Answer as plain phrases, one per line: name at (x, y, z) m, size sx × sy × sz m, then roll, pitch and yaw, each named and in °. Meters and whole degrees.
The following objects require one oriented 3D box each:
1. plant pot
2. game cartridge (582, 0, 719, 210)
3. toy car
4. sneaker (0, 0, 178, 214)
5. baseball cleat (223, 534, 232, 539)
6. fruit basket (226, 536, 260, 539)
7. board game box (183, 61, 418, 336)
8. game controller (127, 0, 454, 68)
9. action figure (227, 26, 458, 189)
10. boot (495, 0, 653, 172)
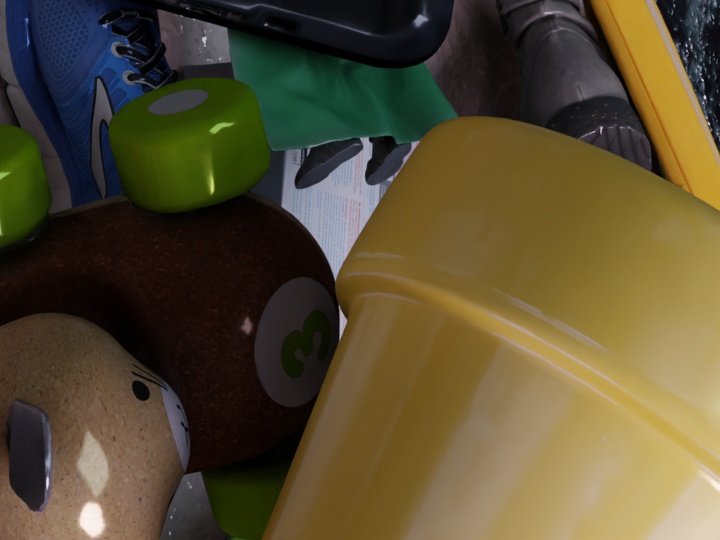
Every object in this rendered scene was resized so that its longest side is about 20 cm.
plant pot at (0.057, 0.083, 0.774) m, size 0.189 × 0.200 × 0.201 m, roll -57°, pitch 136°, yaw -12°
game cartridge at (0.162, -0.053, 1.185) m, size 0.176 × 0.032 × 0.201 m, roll 26°, pitch 43°, yaw -82°
toy car at (-0.082, 0.053, 0.775) m, size 0.200 × 0.157 × 0.165 m, roll -95°, pitch 172°, yaw -66°
sneaker at (-0.081, -0.055, 0.897) m, size 0.078 × 0.089 × 0.202 m, roll -19°, pitch 101°, yaw -54°
baseball cleat at (0.036, 0.104, 0.986) m, size 0.107 × 0.199 × 0.070 m, roll 50°, pitch 23°, yaw -36°
fruit basket at (-0.039, 0.208, 0.869) m, size 0.216 × 0.155 × 0.216 m, roll -60°, pitch 166°, yaw -25°
board game box at (0.000, 0.000, 1.037) m, size 0.200 × 0.064 × 0.149 m, roll 15°, pitch 76°, yaw -54°
game controller at (-0.054, -0.141, 0.875) m, size 0.199 × 0.042 × 0.105 m, roll 14°, pitch 72°, yaw -16°
action figure at (-0.039, -0.127, 0.930) m, size 0.118 × 0.055 × 0.201 m, roll -2°, pitch 60°, yaw -49°
boot at (0.107, -0.081, 1.180) m, size 0.200 × 0.067 × 0.131 m, roll 74°, pitch -2°, yaw -64°
